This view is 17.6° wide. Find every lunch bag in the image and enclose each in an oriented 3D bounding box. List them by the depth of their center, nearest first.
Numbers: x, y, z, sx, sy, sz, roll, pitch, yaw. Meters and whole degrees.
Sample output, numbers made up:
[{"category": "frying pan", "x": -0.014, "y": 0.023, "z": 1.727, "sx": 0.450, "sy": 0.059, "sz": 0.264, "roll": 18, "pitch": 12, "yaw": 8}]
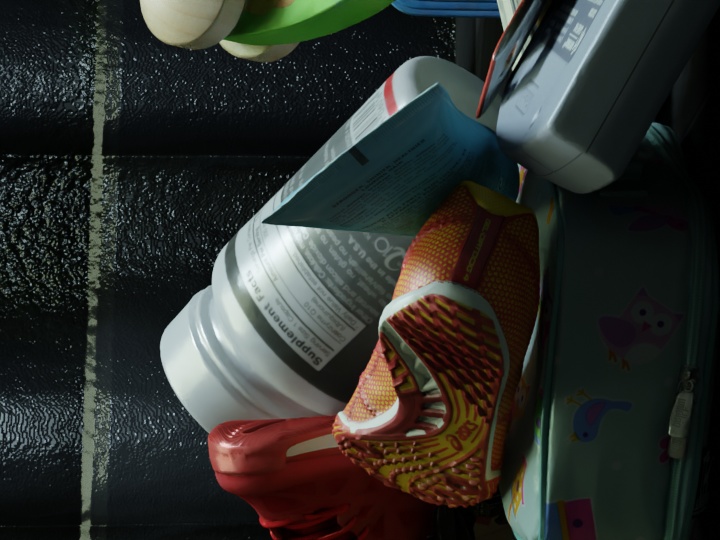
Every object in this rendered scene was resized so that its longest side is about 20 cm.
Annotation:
[{"category": "lunch bag", "x": 0.101, "y": 0.022, "z": 0.961, "sx": 0.200, "sy": 0.077, "sz": 0.161, "roll": -97, "pitch": 13, "yaw": -72}]

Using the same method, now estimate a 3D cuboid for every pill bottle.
[{"category": "pill bottle", "x": 0.000, "y": 0.000, "z": 1.150, "sx": 0.200, "sy": 0.114, "sz": 0.114, "roll": -44, "pitch": 23, "yaw": 24}]

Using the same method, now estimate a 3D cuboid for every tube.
[{"category": "tube", "x": 0.020, "y": -0.037, "z": 0.884, "sx": 0.050, "sy": 0.077, "sz": 0.200, "roll": 49, "pitch": -170, "yaw": 9}]

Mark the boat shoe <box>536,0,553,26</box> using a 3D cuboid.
[{"category": "boat shoe", "x": 0.110, "y": -0.187, "z": 1.022, "sx": 0.066, "sy": 0.074, "sz": 0.201, "roll": 78, "pitch": -157, "yaw": -76}]

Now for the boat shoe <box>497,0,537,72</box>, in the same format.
[{"category": "boat shoe", "x": 0.110, "y": -0.082, "z": 1.082, "sx": 0.075, "sy": 0.062, "sz": 0.201, "roll": -31, "pitch": -72, "yaw": -74}]

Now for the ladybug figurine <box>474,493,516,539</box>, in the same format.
[{"category": "ladybug figurine", "x": 0.038, "y": 0.086, "z": 1.235, "sx": 0.136, "sy": 0.072, "sz": 0.201, "roll": -24, "pitch": 51, "yaw": 51}]

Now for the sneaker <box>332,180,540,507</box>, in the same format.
[{"category": "sneaker", "x": 0.039, "y": 0.037, "z": 0.923, "sx": 0.200, "sy": 0.073, "sz": 0.077, "roll": 112, "pitch": -176, "yaw": -61}]

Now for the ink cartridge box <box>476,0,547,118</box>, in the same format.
[{"category": "ink cartridge box", "x": 0.077, "y": -0.167, "z": 0.928, "sx": 0.200, "sy": 0.050, "sz": 0.109, "roll": -62, "pitch": -4, "yaw": -8}]

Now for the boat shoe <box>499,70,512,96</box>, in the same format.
[{"category": "boat shoe", "x": 0.105, "y": -0.076, "z": 1.390, "sx": 0.200, "sy": 0.074, "sz": 0.060, "roll": -77, "pitch": -14, "yaw": -49}]

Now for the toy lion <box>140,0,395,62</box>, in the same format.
[{"category": "toy lion", "x": -0.008, "y": -0.202, "z": 0.957, "sx": 0.069, "sy": 0.191, "sz": 0.201, "roll": 6, "pitch": -106, "yaw": -54}]

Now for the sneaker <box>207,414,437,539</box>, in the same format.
[{"category": "sneaker", "x": -0.005, "y": 0.127, "z": 1.081, "sx": 0.200, "sy": 0.078, "sz": 0.116, "roll": 11, "pitch": -103, "yaw": -61}]

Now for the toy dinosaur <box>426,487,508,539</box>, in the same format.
[{"category": "toy dinosaur", "x": 0.068, "y": 0.096, "z": 1.108, "sx": 0.102, "sy": 0.200, "sz": 0.136, "roll": -21, "pitch": 72, "yaw": 52}]

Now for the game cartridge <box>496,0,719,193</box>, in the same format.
[{"category": "game cartridge", "x": 0.097, "y": -0.095, "z": 0.857, "sx": 0.200, "sy": 0.041, "sz": 0.133, "roll": -90, "pitch": 25, "yaw": -81}]

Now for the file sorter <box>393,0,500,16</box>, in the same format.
[{"category": "file sorter", "x": 0.074, "y": -0.211, "z": 1.276, "sx": 0.200, "sy": 0.122, "sz": 0.139, "roll": -121, "pitch": 31, "yaw": -89}]
